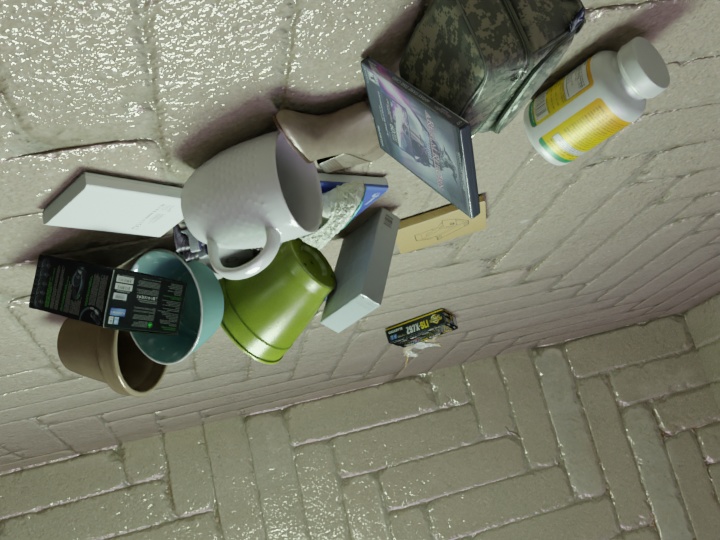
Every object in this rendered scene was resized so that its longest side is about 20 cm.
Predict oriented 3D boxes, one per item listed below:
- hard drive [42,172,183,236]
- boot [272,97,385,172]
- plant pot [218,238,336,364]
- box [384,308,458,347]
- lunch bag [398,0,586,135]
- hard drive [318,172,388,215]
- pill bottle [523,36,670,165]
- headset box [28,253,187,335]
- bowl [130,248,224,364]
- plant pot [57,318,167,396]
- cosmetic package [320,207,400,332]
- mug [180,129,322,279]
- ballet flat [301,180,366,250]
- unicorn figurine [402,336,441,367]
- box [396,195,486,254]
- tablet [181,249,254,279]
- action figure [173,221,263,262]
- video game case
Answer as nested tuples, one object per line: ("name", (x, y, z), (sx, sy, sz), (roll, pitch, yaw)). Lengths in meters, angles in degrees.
("hard drive", (-0.355, -0.095, 1.193), (0.131, 0.027, 0.198), (-29, 159, 36))
("boot", (-0.018, -0.204, 1.100), (0.144, 0.071, 0.200), (-27, 161, 15))
("plant pot", (-0.154, 0.040, 1.523), (0.192, 0.202, 0.199), (-40, 155, 18))
("box", (0.193, 0.184, 2.484), (0.197, 0.050, 0.159), (-21, 164, 17))
("lunch bag", (0.162, -0.260, 0.958), (0.165, 0.141, 0.200), (-21, 165, -22))
("hard drive", (-0.066, -0.124, 1.353), (0.197, 0.026, 0.131), (-1, 157, -38))
("pill bottle", (0.347, -0.251, 1.171), (0.111, 0.115, 0.199), (0, 157, -40))
("headset box", (-0.425, 0.040, 1.326), (0.197, 0.095, 0.173), (10, 177, 30))
("bowl", (-0.323, 0.059, 1.435), (0.199, 0.204, 0.104), (-26, 171, 32))
("plant pot", (-0.501, 0.147, 1.582), (0.171, 0.205, 0.200), (-2, 168, 20))
("cosmetic package", (0.000, 0.000, 1.508), (0.051, 0.203, 0.150), (30, 144, -22))
("mug", (-0.160, -0.082, 1.115), (0.172, 0.204, 0.148), (-14, 149, 21))
("ballet flat", (-0.057, -0.091, 1.315), (0.070, 0.073, 0.200), (-6, 159, -28))
("unicorn figurine", (0.206, 0.245, 2.667), (0.134, 0.075, 0.201), (-7, 149, 4))
("box", (0.166, -0.093, 1.655), (0.196, 0.022, 0.164), (-17, 163, 5))
("tablet", (-0.268, -0.021, 1.518), (0.127, 0.014, 0.200), (-14, 163, -7))
("action figure", (-0.209, -0.059, 1.329), (0.195, 0.071, 0.130), (-6, 179, 1))
("video game case", (0.075, -0.168, 0.995), (0.019, 0.200, 0.144), (-33, 139, -15))
